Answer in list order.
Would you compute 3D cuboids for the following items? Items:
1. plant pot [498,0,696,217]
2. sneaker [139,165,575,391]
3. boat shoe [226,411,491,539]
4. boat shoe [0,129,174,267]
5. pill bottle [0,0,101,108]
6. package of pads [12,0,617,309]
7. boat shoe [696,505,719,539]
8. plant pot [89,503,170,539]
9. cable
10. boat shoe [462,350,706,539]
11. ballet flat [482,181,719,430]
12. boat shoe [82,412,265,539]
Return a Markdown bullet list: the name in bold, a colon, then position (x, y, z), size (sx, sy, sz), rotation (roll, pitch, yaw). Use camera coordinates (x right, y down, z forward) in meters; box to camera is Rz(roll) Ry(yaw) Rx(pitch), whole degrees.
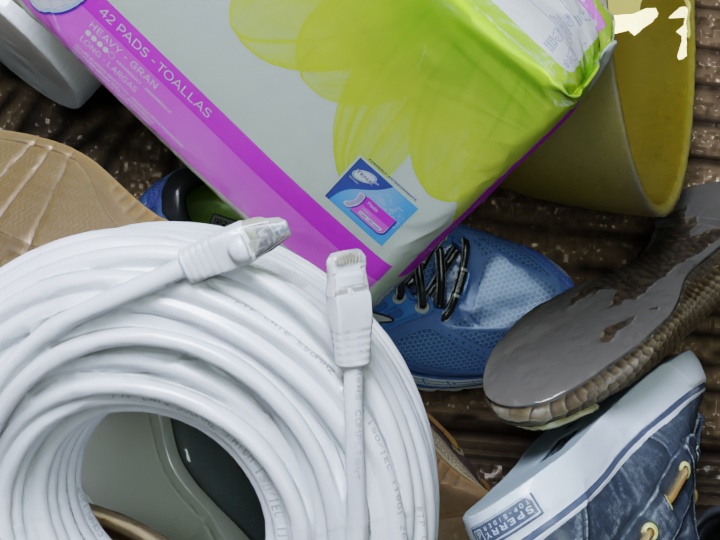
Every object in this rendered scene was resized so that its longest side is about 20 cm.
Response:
- **plant pot**: position (0.056, -0.121, 0.830), size (0.141, 0.200, 0.202), rotation (-2, 78, 19)
- **sneaker**: position (0.000, 0.000, 0.837), size (0.198, 0.089, 0.079), rotation (13, 78, -6)
- **boat shoe**: position (0.007, 0.084, 0.831), size (0.199, 0.072, 0.072), rotation (38, 88, -5)
- **boat shoe**: position (-0.098, 0.008, 0.776), size (0.199, 0.069, 0.074), rotation (25, 63, 22)
- **pill bottle**: position (-0.091, -0.174, 0.849), size (0.109, 0.110, 0.200), rotation (39, 78, 2)
- **package of pads**: position (-0.021, -0.100, 0.722), size (0.200, 0.155, 0.068), rotation (43, 39, -3)
- **boat shoe**: position (0.155, 0.171, 0.758), size (0.074, 0.201, 0.062), rotation (-32, 120, 25)
- **plant pot**: position (-0.133, 0.194, 0.784), size (0.199, 0.093, 0.203), rotation (1, 79, -5)
- **cable**: position (-0.071, 0.081, 0.693), size (0.198, 0.069, 0.202), rotation (-9, 104, 12)
- **boat shoe**: position (0.110, 0.102, 0.795), size (0.071, 0.200, 0.091), rotation (-33, 88, 30)
- **ballet flat**: position (0.119, 0.021, 0.831), size (0.200, 0.067, 0.047), rotation (-38, 125, -45)
- **boat shoe**: position (-0.075, 0.083, 0.839), size (0.201, 0.073, 0.062), rotation (54, 36, 12)
